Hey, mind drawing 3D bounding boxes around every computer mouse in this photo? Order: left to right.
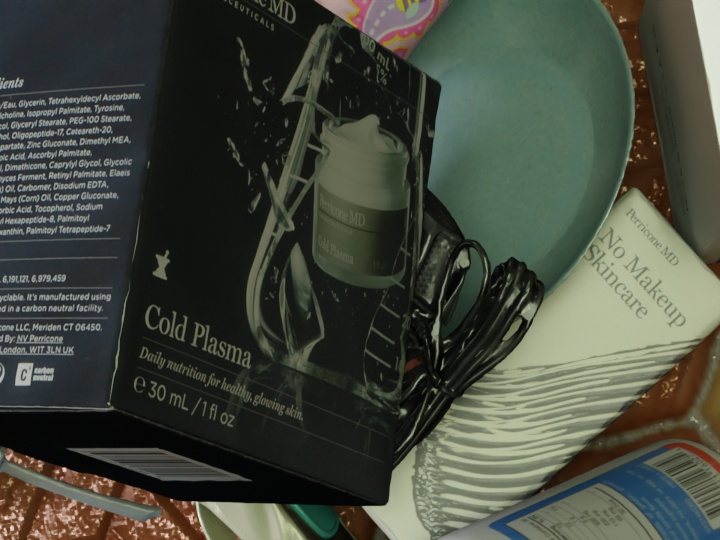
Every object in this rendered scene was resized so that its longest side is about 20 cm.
[{"bbox_3d":[0.000,0.000,1.065,0.139,0.053,0.200,-47,54,15],"label":"computer mouse"}]

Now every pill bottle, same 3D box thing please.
[{"bbox_3d":[0.087,0.158,1.031,0.199,0.112,0.113,-20,82,-31],"label":"pill bottle"}]

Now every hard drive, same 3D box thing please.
[{"bbox_3d":[0.158,-0.079,1.051,0.025,0.200,0.133,-10,83,1],"label":"hard drive"}]

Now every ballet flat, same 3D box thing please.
[{"bbox_3d":[-0.023,0.148,1.108,0.069,0.069,0.200,-40,82,-3],"label":"ballet flat"}]

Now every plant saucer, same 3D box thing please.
[{"bbox_3d":[0.053,-0.052,1.103,0.200,0.039,0.202,-15,64,33],"label":"plant saucer"}]

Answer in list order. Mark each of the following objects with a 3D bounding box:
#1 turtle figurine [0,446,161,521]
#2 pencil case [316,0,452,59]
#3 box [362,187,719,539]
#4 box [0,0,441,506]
[{"bbox_3d":[-0.185,0.048,1.081,0.193,0.200,0.145,-12,60,27],"label":"turtle figurine"},{"bbox_3d":[0.027,-0.176,1.092,0.087,0.087,0.200,37,88,6],"label":"pencil case"},{"bbox_3d":[0.083,0.056,1.105,0.200,0.068,0.082,-43,85,-2],"label":"box"},{"bbox_3d":[-0.075,-0.015,0.963,0.123,0.200,0.198,-3,73,33],"label":"box"}]
